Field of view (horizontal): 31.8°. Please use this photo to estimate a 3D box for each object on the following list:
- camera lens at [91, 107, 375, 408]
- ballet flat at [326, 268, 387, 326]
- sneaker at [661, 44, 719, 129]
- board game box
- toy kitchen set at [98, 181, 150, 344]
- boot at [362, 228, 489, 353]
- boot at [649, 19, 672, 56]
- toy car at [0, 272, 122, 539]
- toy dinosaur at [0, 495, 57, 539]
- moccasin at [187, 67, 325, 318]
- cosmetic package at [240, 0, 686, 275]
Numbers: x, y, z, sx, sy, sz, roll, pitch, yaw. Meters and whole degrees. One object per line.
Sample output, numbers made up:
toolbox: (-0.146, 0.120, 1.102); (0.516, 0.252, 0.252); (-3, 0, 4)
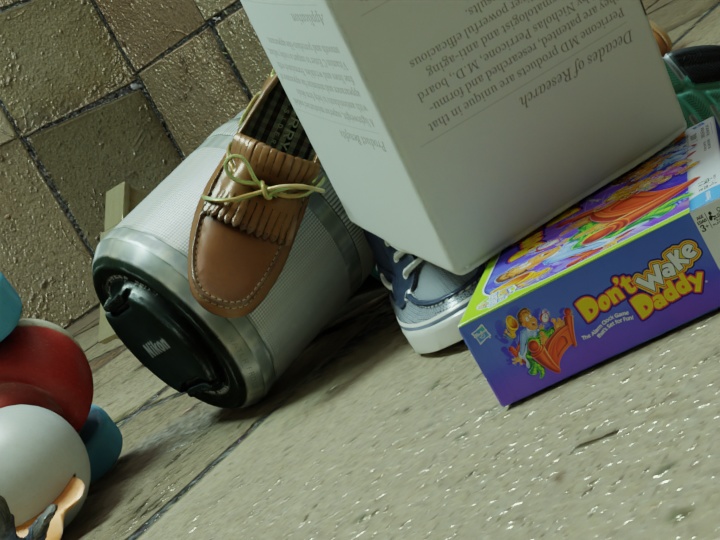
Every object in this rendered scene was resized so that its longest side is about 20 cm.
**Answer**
camera lens: (-0.084, -0.013, 0.928); (0.200, 0.160, 0.160); (-48, 15, -26)
ballet flat: (0.000, 0.000, 1.045); (0.199, 0.070, 0.069); (-31, 7, 0)
sneaker: (0.181, -0.092, 0.889); (0.199, 0.075, 0.088); (-31, 2, 0)
board game box: (0.132, -0.012, 0.645); (0.134, 0.045, 0.200); (-28, 8, 19)
toy kitchen set: (-0.199, -0.010, 1.533); (0.180, 0.202, 0.162); (-24, -32, 38)
boot: (0.037, -0.008, 0.808); (0.072, 0.091, 0.200); (-31, 7, -7)
boot: (0.264, -0.247, 1.534); (0.077, 0.198, 0.156); (81, -149, -56)
toy car: (-0.258, 0.138, 0.878); (0.176, 0.185, 0.200); (-31, 36, -5)
toy dinosaur: (-0.149, 0.113, 0.372); (0.105, 0.182, 0.200); (-34, 8, -30)
moccasin: (-0.056, -0.064, 0.821); (0.202, 0.073, 0.078); (-63, 1, -21)
cosmetic package: (0.047, -0.135, 0.715); (0.164, 0.201, 0.165); (-32, 23, -12)
